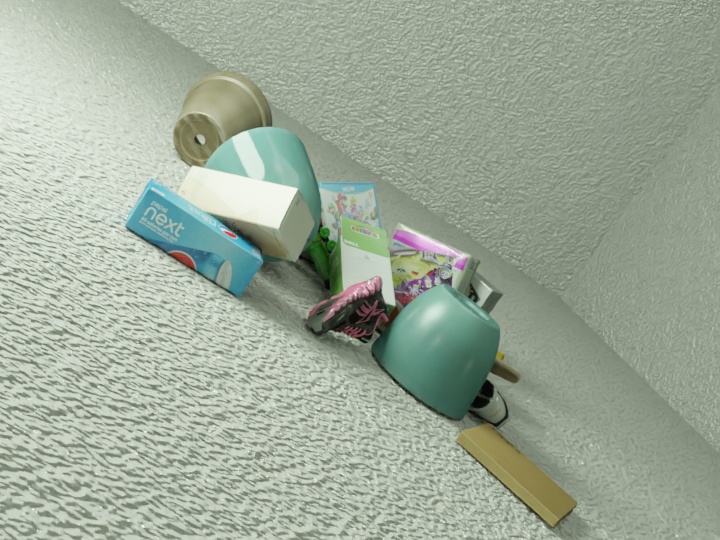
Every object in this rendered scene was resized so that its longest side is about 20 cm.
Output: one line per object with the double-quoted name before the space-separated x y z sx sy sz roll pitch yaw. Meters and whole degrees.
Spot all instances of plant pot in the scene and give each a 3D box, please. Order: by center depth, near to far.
"plant pot" 0.143 0.124 1.639 0.199 0.162 0.201 34 10 -7
"plant pot" -0.155 -0.115 1.645 0.199 0.200 0.162 23 31 -49
"plant pot" -0.299 -0.293 1.974 0.199 0.201 0.174 36 27 -1

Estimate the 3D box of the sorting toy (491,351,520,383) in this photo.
"sorting toy" 0.210 0.143 1.904 0.184 0.037 0.199 22 -13 49

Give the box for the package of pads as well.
"package of pads" 0.136 0.009 2.041 0.198 0.157 0.068 25 1 28

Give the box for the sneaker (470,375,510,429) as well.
"sneaker" 0.218 0.222 1.764 0.080 0.073 0.201 49 9 -24

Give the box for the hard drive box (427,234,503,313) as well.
"hard drive box" 0.185 0.049 2.094 0.200 0.157 0.076 41 12 26

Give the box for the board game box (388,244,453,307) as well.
"board game box" 0.082 0.015 1.859 0.196 0.122 0.032 9 -15 -11

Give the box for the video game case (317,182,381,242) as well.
"video game case" -0.013 -0.072 1.884 0.141 0.204 0.018 -4 -8 -41

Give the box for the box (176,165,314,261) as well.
"box" -0.179 -0.088 1.475 0.197 0.079 0.095 13 -27 25

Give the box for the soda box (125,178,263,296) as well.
"soda box" -0.242 -0.048 1.408 0.198 0.068 0.064 34 11 -17

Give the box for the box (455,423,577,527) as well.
"box" 0.252 0.323 1.537 0.199 0.021 0.163 42 12 20

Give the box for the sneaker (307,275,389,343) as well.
"sneaker" -0.010 0.078 1.566 0.199 0.078 0.097 -27 100 -54

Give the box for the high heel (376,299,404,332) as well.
"high heel" 0.071 0.101 1.823 0.199 0.068 0.096 36 -5 -16

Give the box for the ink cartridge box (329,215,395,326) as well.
"ink cartridge box" 0.000 0.000 1.744 0.102 0.060 0.202 17 40 -19

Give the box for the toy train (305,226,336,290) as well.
"toy train" -0.080 -0.053 1.791 0.042 0.056 0.202 -17 -78 59

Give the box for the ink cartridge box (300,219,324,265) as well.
"ink cartridge box" -0.151 -0.115 1.916 0.145 0.083 0.200 27 15 -39
